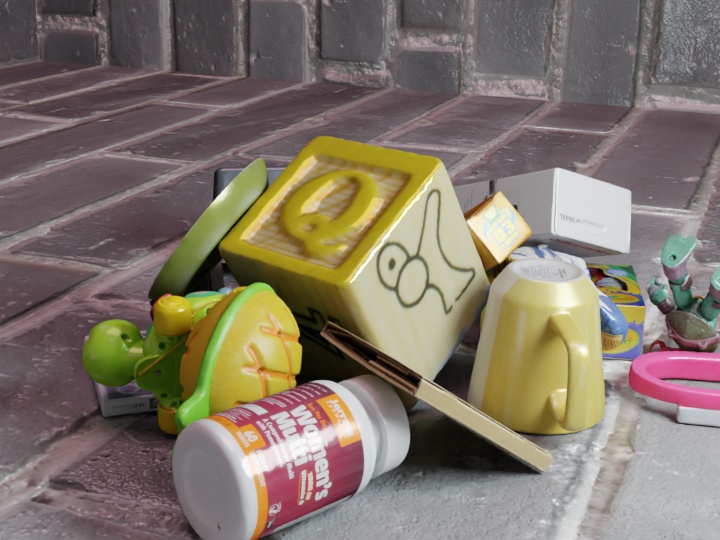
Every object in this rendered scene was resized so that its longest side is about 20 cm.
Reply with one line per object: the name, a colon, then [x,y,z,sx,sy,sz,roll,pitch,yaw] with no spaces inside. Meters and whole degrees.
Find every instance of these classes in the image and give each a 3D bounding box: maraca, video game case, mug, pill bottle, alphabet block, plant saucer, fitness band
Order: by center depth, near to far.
pill bottle: [-0.056,0.159,1.014,0.198,0.111,0.109,-15,23,-41]
maraca: [-0.119,0.104,1.072,0.105,0.138,0.202,11,54,24]
mug: [0.203,0.077,1.220,0.148,0.156,0.185,-13,22,-39]
alphabet block: [0.000,0.000,1.261,0.194,0.201,0.196,14,53,38]
fitness band: [0.394,0.126,1.271,0.197,0.038,0.144,5,18,8]
plant saucer: [-0.162,-0.038,1.295,0.031,0.201,0.200,39,21,0]
video game case: [-0.213,0.107,1.314,0.179,0.024,0.200,-5,19,-18]

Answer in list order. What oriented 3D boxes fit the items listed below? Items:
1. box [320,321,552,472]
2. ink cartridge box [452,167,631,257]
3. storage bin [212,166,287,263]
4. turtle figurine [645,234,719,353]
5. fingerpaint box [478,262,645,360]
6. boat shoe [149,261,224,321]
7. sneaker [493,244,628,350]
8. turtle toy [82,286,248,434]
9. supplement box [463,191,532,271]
box: [0.072,0.120,1.110,0.199,0.021,0.163,33,-4,-37]
ink cartridge box: [0.224,-0.065,1.472,0.144,0.086,0.199,11,-11,-37]
storage bin: [-0.133,-0.083,1.699,0.197,0.137,0.145,-1,3,-10]
turtle figurine: [0.398,0.046,1.350,0.148,0.201,0.102,10,61,22]
fingerpaint box: [0.249,0.044,1.459,0.196,0.075,0.167,3,18,7]
boat shoe: [-0.208,0.032,1.396,0.091,0.076,0.200,-8,17,-7]
sneaker: [0.244,0.018,1.331,0.087,0.076,0.200,-21,38,-29]
turtle toy: [-0.182,0.081,1.183,0.197,0.148,0.101,-6,23,-20]
supplement box: [0.120,-0.024,1.362,0.066,0.069,0.200,-41,0,-23]
